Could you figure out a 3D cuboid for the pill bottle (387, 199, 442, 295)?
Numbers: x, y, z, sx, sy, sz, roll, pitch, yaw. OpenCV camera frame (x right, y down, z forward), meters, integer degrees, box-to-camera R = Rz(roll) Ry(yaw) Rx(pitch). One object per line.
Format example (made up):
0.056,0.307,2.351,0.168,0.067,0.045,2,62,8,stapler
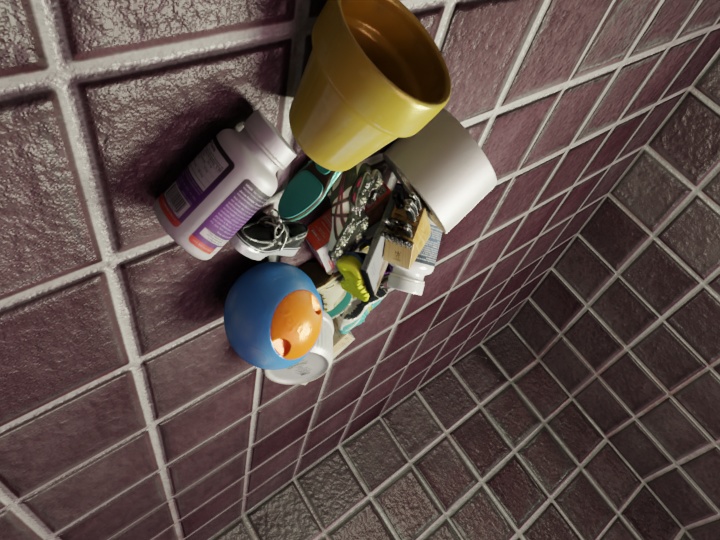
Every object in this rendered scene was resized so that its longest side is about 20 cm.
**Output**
0.126,-0.054,1.255,0.118,0.116,0.208,9,94,-61,pill bottle

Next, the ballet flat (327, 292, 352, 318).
-0.105,0.108,1.370,0.197,0.077,0.064,-37,-172,0,ballet flat

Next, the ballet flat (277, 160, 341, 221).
-0.066,-0.165,0.925,0.201,0.067,0.070,-51,165,17,ballet flat

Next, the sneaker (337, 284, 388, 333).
0.001,0.097,1.451,0.198,0.076,0.082,-37,151,-39,sneaker

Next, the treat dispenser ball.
-0.169,0.087,1.037,0.197,0.203,0.203,-32,156,-16,treat dispenser ball

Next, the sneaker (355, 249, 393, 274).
0.070,-0.038,1.340,0.196,0.089,0.082,-27,153,-32,sneaker

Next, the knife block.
0.099,-0.106,1.071,0.201,0.062,0.181,-52,156,-50,knife block

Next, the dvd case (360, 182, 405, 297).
0.053,-0.060,1.114,0.143,0.017,0.206,67,43,-66,dvd case

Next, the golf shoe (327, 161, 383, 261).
-0.026,-0.117,1.018,0.076,0.087,0.205,-18,139,-52,golf shoe

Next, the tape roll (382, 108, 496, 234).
0.155,-0.199,1.047,0.139,0.204,0.202,-41,157,4,tape roll

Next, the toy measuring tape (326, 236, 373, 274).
-0.006,-0.062,1.207,0.195,0.075,0.074,-29,155,-17,toy measuring tape

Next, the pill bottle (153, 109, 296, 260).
-0.186,-0.124,0.751,0.199,0.112,0.111,-43,157,6,pill bottle

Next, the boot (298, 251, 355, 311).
-0.098,0.043,1.240,0.196,0.072,0.157,-29,154,-31,boot

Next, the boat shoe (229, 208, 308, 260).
-0.157,-0.065,0.949,0.068,0.074,0.197,-47,158,19,boat shoe

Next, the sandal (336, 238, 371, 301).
0.000,0.000,1.153,0.089,0.077,0.201,-59,169,-21,sandal

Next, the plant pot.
-0.003,-0.250,0.741,0.197,0.206,0.188,-15,163,-45,plant pot

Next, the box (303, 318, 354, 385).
-0.121,0.216,1.480,0.199,0.095,0.078,-43,157,2,box

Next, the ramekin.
-0.153,0.184,1.255,0.192,0.108,0.204,-8,143,-6,ramekin

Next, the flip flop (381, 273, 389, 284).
0.092,-0.012,1.443,0.079,0.059,0.200,-25,176,-17,flip flop

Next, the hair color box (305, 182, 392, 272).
-0.020,-0.098,1.124,0.198,0.064,0.112,-40,157,-8,hair color box
